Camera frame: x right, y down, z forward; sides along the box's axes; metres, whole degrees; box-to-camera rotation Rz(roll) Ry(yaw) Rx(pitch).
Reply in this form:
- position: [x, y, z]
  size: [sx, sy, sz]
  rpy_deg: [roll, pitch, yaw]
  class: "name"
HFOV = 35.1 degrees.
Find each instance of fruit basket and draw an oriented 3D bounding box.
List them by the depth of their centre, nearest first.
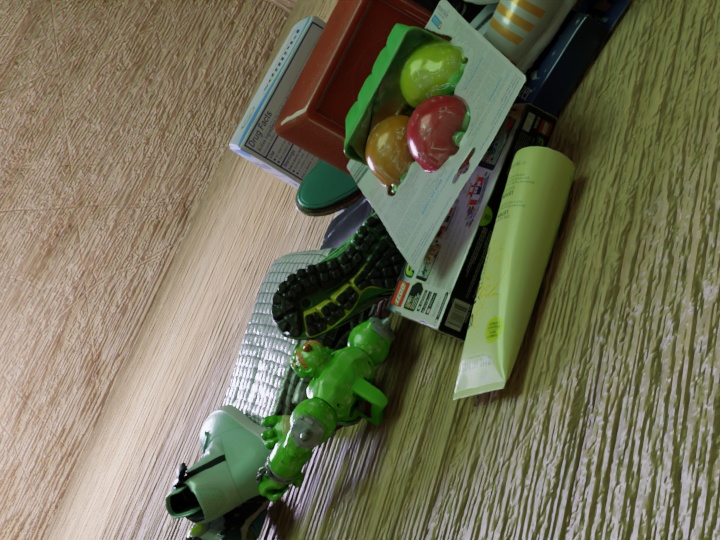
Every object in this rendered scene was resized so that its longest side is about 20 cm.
- position: [0.064, -0.123, 0.993]
  size: [0.186, 0.093, 0.200]
  rpy_deg: [-61, 35, 20]
  class: "fruit basket"

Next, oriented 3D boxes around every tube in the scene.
- position: [0.116, 0.002, 0.870]
  size: [0.058, 0.051, 0.202]
  rpy_deg: [56, -131, -60]
  class: "tube"

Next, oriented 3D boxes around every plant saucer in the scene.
- position: [0.042, -0.183, 1.159]
  size: [0.202, 0.198, 0.037]
  rpy_deg: [-64, 8, -14]
  class: "plant saucer"

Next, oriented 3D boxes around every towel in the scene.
- position: [-0.059, 0.081, 1.218]
  size: [0.165, 0.085, 0.202]
  rpy_deg: [-1, 71, 65]
  class: "towel"

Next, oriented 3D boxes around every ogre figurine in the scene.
- position: [-0.023, 0.112, 1.049]
  size: [0.199, 0.098, 0.120]
  rpy_deg: [-32, -12, -25]
  class: "ogre figurine"

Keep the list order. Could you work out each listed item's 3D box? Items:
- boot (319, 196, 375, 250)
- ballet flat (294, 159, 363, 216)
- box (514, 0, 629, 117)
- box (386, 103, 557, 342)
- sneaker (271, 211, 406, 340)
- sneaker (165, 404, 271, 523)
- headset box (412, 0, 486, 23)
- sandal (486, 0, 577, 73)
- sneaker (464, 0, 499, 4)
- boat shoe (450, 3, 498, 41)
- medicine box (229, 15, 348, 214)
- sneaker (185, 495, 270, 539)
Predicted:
- position: [0.004, -0.039, 1.275]
  size: [0.200, 0.066, 0.165]
  rpy_deg: [-36, 16, 47]
  class: "boot"
- position: [0.004, -0.119, 1.266]
  size: [0.200, 0.070, 0.065]
  rpy_deg: [-45, -22, -19]
  class: "ballet flat"
- position: [0.168, -0.179, 1.063]
  size: [0.201, 0.032, 0.121]
  rpy_deg: [-57, 15, 11]
  class: "box"
- position: [0.093, -0.045, 0.984]
  size: [0.202, 0.034, 0.110]
  rpy_deg: [-68, 23, -1]
  class: "box"
- position: [0.000, 0.000, 1.092]
  size: [0.199, 0.079, 0.085]
  rpy_deg: [-28, -6, -11]
  class: "sneaker"
- position: [-0.159, 0.199, 1.165]
  size: [0.117, 0.074, 0.200]
  rpy_deg: [-26, 10, -22]
  class: "sneaker"
- position: [0.097, -0.307, 1.267]
  size: [0.202, 0.173, 0.093]
  rpy_deg: [-66, 16, -14]
  class: "headset box"
- position: [0.165, -0.257, 1.043]
  size: [0.207, 0.059, 0.079]
  rpy_deg: [-52, 15, 15]
  class: "sandal"
- position: [0.087, -0.352, 1.133]
  size: [0.077, 0.200, 0.100]
  rpy_deg: [-28, -38, -30]
  class: "sneaker"
- position: [0.121, -0.204, 1.128]
  size: [0.200, 0.070, 0.071]
  rpy_deg: [-45, 26, -12]
  class: "boat shoe"
- position: [-0.032, -0.182, 1.412]
  size: [0.183, 0.199, 0.103]
  rpy_deg: [-61, 15, -2]
  class: "medicine box"
- position: [-0.138, 0.280, 1.145]
  size: [0.200, 0.077, 0.081]
  rpy_deg: [-62, -30, -70]
  class: "sneaker"
